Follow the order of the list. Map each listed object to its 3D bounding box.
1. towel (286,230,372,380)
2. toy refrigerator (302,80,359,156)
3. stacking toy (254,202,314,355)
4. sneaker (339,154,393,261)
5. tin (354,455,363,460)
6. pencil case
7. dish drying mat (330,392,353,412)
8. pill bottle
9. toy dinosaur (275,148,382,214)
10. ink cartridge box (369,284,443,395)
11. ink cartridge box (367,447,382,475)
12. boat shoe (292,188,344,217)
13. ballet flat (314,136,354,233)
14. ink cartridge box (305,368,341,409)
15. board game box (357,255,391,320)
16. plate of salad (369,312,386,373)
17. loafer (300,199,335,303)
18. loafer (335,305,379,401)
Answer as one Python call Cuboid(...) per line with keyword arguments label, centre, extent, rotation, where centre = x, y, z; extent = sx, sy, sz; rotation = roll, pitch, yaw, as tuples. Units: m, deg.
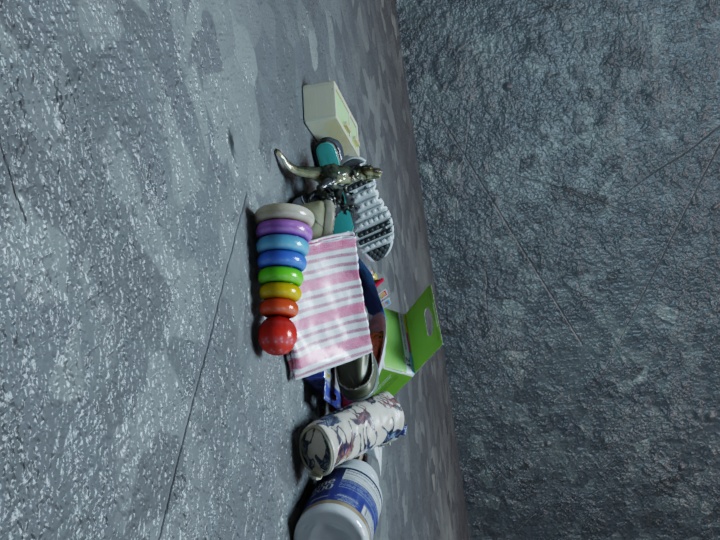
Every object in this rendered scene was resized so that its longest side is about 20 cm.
Cuboid(label="towel", centre=(-0.056, 0.053, 1.202), extent=(0.030, 0.145, 0.203), rotation=(12, -65, 57))
Cuboid(label="toy refrigerator", centre=(-0.051, -0.287, 1.558), extent=(0.200, 0.069, 0.077), rotation=(51, 34, -71))
Cuboid(label="stacking toy", centre=(-0.106, 0.015, 1.091), extent=(0.085, 0.084, 0.203), rotation=(49, 39, -70))
Cuboid(label="sneaker", centre=(0.008, -0.114, 1.428), extent=(0.081, 0.074, 0.202), rotation=(-121, -166, -68))
Cuboid(label="tin", centre=(-0.011, 0.314, 1.401), extent=(0.200, 0.041, 0.113), rotation=(-51, 162, -75))
Cuboid(label="pencil case", centre=(-0.011, 0.256, 1.243), extent=(0.199, 0.077, 0.091), rotation=(-12, 94, -50))
Cuboid(label="dish drying mat", centre=(-0.026, 0.164, 1.387), extent=(0.018, 0.076, 0.203), rotation=(17, 59, -37))
Cuboid(label="pill bottle", centre=(-0.026, 0.363, 1.204), extent=(0.200, 0.109, 0.113), rotation=(-46, 129, -76))
Cuboid(label="toy dinosaur", centre=(-0.047, -0.143, 1.299), extent=(0.198, 0.047, 0.089), rotation=(4, 58, -35))
Cuboid(label="ink cartridge box", centre=(0.065, 0.130, 1.518), extent=(0.200, 0.075, 0.149), rotation=(-52, -148, 39))
Cuboid(label="ink cartridge box", centre=(0.011, 0.296, 1.618), extent=(0.161, 0.047, 0.202), rotation=(-86, 169, -46))
Cuboid(label="boat shoe", centre=(-0.061, -0.111, 1.356), extent=(0.070, 0.066, 0.200), rotation=(51, 11, 1))
Cuboid(label="ballet flat", centre=(-0.042, -0.161, 1.542), extent=(0.073, 0.072, 0.203), rotation=(-66, 146, -69))
Cuboid(label="ink cartridge box", centre=(-0.063, 0.129, 1.337), extent=(0.120, 0.041, 0.203), rotation=(61, 23, -67))
Cuboid(label="board game box", centre=(0.000, 0.000, 1.487), extent=(0.158, 0.039, 0.201), rotation=(39, -22, 39))
Cuboid(label="plate of salad", centre=(-0.002, 0.169, 1.454), extent=(0.200, 0.047, 0.203), rotation=(-161, -91, -77))
Cuboid(label="loafer", centre=(-0.085, -0.013, 1.246), extent=(0.076, 0.067, 0.203), rotation=(-145, -116, -85))
Cuboid(label="loafer", centre=(-0.018, 0.121, 1.316), extent=(0.070, 0.074, 0.202), rotation=(64, 12, -50))
